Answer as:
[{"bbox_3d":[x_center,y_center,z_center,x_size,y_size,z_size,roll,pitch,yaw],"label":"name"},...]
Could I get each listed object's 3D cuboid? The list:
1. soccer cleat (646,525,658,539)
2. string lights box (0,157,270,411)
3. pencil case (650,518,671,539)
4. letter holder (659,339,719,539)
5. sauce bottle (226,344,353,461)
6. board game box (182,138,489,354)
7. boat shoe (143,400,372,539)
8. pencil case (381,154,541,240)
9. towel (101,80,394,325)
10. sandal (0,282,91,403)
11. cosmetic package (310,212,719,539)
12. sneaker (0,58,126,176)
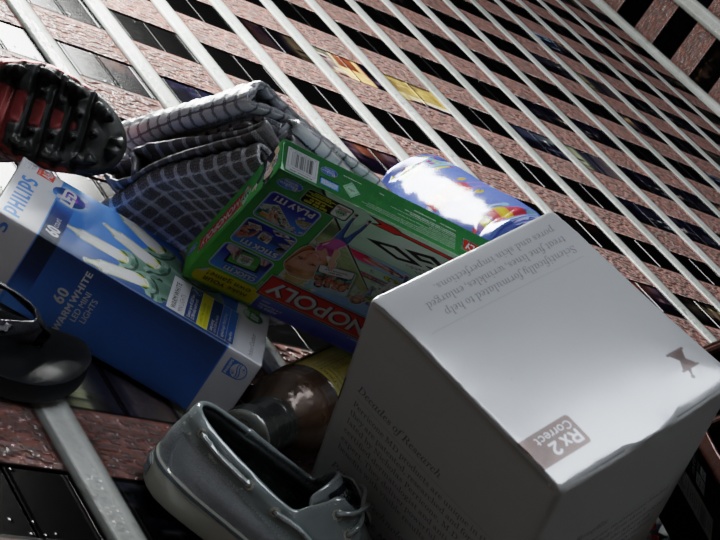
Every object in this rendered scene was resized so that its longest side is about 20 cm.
[{"bbox_3d":[0.161,0.153,1.235,0.077,0.201,0.069,-5,39,13],"label":"soccer cleat"},{"bbox_3d":[-0.161,0.014,1.189,0.200,0.059,0.103,31,20,-12],"label":"string lights box"},{"bbox_3d":[0.260,0.247,1.307,0.090,0.078,0.200,59,4,-33],"label":"pencil case"},{"bbox_3d":[0.279,0.125,1.197,0.200,0.142,0.101,76,-11,-57],"label":"letter holder"},{"bbox_3d":[-0.039,0.093,1.202,0.065,0.065,0.200,40,21,13],"label":"sauce bottle"},{"bbox_3d":[0.000,0.000,1.190,0.199,0.135,0.029,25,46,-21],"label":"board game box"},{"bbox_3d":[-0.032,0.150,1.060,0.200,0.072,0.070,34,19,-3],"label":"boat shoe"},{"bbox_3d":[0.083,-0.025,1.319,0.087,0.078,0.200,61,-10,-28],"label":"pencil case"},{"bbox_3d":[-0.069,-0.036,1.259,0.200,0.165,0.086,40,55,-36],"label":"towel"},{"bbox_3d":[-0.243,0.025,1.049,0.200,0.043,0.076,23,22,-31],"label":"sandal"},{"bbox_3d":[0.092,0.107,1.103,0.165,0.200,0.165,-25,58,-37],"label":"cosmetic package"},{"bbox_3d":[-0.253,-0.109,1.256,0.200,0.071,0.098,17,-14,9],"label":"sneaker"}]
